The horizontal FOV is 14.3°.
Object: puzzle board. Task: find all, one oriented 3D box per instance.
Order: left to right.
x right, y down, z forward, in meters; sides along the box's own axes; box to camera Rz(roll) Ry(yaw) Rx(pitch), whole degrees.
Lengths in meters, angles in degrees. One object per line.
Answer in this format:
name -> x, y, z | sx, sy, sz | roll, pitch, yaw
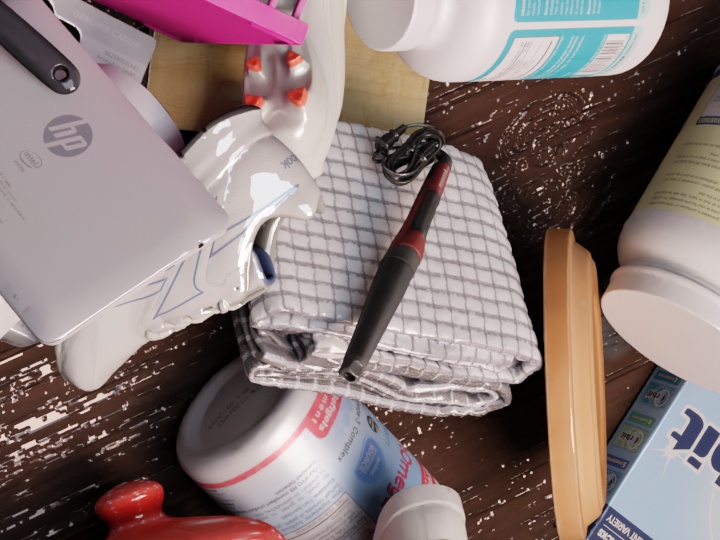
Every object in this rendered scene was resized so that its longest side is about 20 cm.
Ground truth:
puzzle board -> -0.041, -0.156, 1.794 | 0.200, 0.017, 0.151 | 5, 95, -31

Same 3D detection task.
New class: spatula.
spatula -> -0.236, -0.167, 1.630 | 0.200, 0.021, 0.057 | 41, 76, 8

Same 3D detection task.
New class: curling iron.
curling iron -> 0.016, -0.011, 1.707 | 0.049, 0.026, 0.200 | 14, 52, 1

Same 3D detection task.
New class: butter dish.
butter dish -> -0.120, 0.199, 1.737 | 0.200, 0.199, 0.148 | -16, 83, -26

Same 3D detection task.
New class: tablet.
tablet -> -0.181, -0.061, 1.609 | 0.130, 0.200, 0.014 | -34, 158, -19

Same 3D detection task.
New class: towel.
towel -> 0.000, 0.000, 1.764 | 0.200, 0.086, 0.166 | 9, 52, -30

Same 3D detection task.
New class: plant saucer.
plant saucer -> 0.139, 0.073, 1.840 | 0.032, 0.200, 0.201 | -3, 103, 6

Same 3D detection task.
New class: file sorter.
file sorter -> -0.105, -0.212, 1.632 | 0.139, 0.200, 0.126 | 24, 85, -22

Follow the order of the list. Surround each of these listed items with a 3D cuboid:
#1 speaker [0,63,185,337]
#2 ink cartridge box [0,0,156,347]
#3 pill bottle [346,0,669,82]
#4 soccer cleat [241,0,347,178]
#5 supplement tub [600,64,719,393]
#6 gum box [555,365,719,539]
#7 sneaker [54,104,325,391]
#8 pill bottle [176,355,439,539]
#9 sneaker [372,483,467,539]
speaker -> -0.192, -0.028, 1.643 | 0.200, 0.081, 0.081 | -46, 117, -22
ink cartridge box -> -0.228, -0.076, 1.692 | 0.162, 0.057, 0.200 | 26, 74, -30
pill bottle -> 0.089, -0.174, 1.793 | 0.200, 0.111, 0.111 | -5, 101, -39
soccer cleat -> -0.038, -0.149, 1.731 | 0.078, 0.069, 0.200 | 65, 26, -57
supplement tub -> 0.259, -0.032, 1.897 | 0.145, 0.145, 0.200 | 42, 70, -28
gum box -> 0.253, 0.142, 1.996 | 0.170, 0.045, 0.200 | 38, 79, -28
sneaker -> -0.102, 0.000, 1.654 | 0.087, 0.075, 0.200 | 43, 109, 7
pill bottle -> -0.015, 0.144, 1.808 | 0.109, 0.109, 0.200 | -50, 119, -13
sneaker -> 0.027, 0.225, 1.750 | 0.073, 0.085, 0.200 | -3, 136, -13
